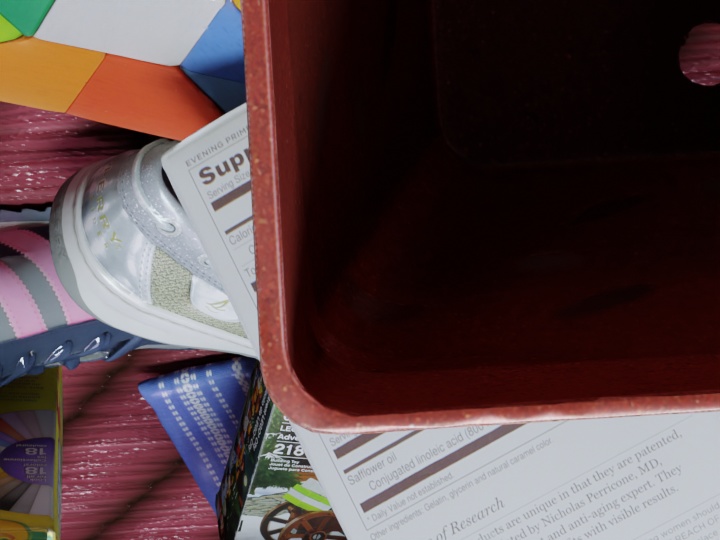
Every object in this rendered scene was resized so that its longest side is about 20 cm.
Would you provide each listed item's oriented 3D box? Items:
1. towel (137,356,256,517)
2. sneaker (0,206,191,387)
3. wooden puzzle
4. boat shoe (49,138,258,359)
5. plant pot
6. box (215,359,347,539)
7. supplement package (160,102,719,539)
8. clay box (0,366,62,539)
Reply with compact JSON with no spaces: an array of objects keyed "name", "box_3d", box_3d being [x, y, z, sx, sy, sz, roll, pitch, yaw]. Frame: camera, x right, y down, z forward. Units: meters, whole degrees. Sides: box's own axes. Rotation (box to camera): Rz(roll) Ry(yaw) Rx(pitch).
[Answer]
[{"name":"towel","box_3d":[0.030,0.074,1.160,0.200,0.024,0.145,-10,137,15]},{"name":"sneaker","box_3d":[-0.130,0.024,0.990,0.200,0.082,0.070,5,154,-19]},{"name":"wooden puzzle","box_3d":[-0.060,-0.080,0.802,0.200,0.037,0.185,6,156,-21]},{"name":"boat shoe","box_3d":[-0.001,-0.002,0.956,0.202,0.075,0.065,15,154,-31]},{"name":"plant pot","box_3d":[0.077,-0.083,0.594,0.200,0.200,0.176,-3,-175,0]},{"name":"box","box_3d":[0.057,0.057,1.082,0.200,0.038,0.137,4,133,-15]},{"name":"supplement package","box_3d":[0.047,0.034,0.825,0.109,0.200,0.114,-29,167,11]},{"name":"clay box","box_3d":[-0.158,0.074,0.994,0.115,0.200,0.048,-1,114,-4]}]
